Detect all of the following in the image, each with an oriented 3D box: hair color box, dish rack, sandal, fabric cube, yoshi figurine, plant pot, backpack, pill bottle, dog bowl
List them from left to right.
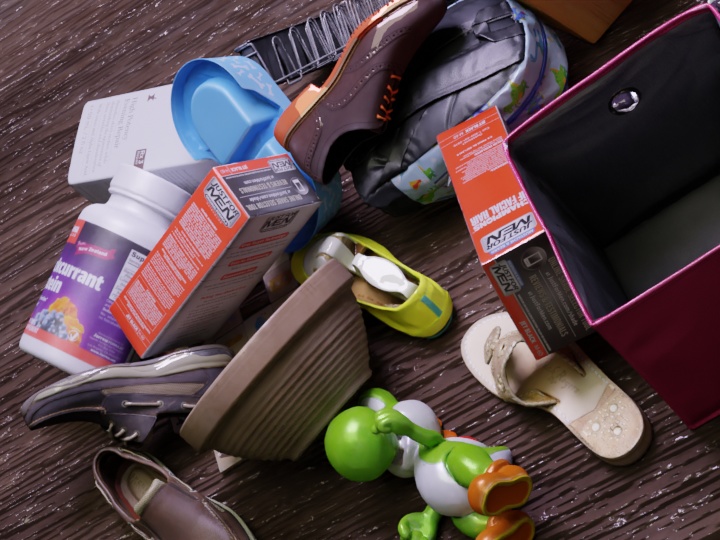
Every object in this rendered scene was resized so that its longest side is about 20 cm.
[{"bbox_3d":[-0.233,0.006,1.799,0.111,0.111,0.202,19,81,39],"label":"pill bottle"},{"bbox_3d":[-0.131,-0.012,1.692,0.061,0.101,0.200,54,127,17],"label":"hair color box"},{"bbox_3d":[-0.092,-0.112,1.738,0.200,0.049,0.112,51,136,11],"label":"dog bowl"},{"bbox_3d":[-0.055,0.094,1.615,0.093,0.201,0.201,41,91,3],"label":"plant pot"},{"bbox_3d":[-0.001,-0.228,1.755,0.199,0.153,0.055,-21,96,39],"label":"dish rack"},{"bbox_3d":[0.044,0.163,1.539,0.199,0.112,0.113,32,91,44],"label":"yoshi figurine"},{"bbox_3d":[0.088,-0.155,1.679,0.200,0.153,0.164,-47,39,30],"label":"backpack"},{"bbox_3d":[0.126,-0.034,1.550,0.063,0.111,0.201,-28,33,8],"label":"hair color box"},{"bbox_3d":[0.146,0.079,1.539,0.078,0.070,0.211,-51,48,-2],"label":"sandal"},{"bbox_3d":[0.259,-0.039,1.445,0.195,0.199,0.201,-34,51,14],"label":"fabric cube"}]

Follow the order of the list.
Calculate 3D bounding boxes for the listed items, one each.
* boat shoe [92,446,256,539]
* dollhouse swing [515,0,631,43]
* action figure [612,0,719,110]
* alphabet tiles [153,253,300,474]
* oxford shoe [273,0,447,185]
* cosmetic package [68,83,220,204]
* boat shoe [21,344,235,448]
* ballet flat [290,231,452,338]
[{"bbox_3d":[-0.170,0.217,1.670,0.201,0.075,0.075,28,81,41],"label":"boat shoe"},{"bbox_3d":[0.155,-0.329,1.713,0.199,0.181,0.177,33,97,42],"label":"dollhouse swing"},{"bbox_3d":[0.300,-0.172,1.585,0.199,0.069,0.131,-33,44,9],"label":"action figure"},{"bbox_3d":[-0.113,0.083,1.755,0.166,0.008,0.201,-33,50,14],"label":"alphabet tiles"},{"bbox_3d":[0.014,-0.158,1.627,0.200,0.071,0.073,-47,65,21],"label":"oxford shoe"},{"bbox_3d":[-0.185,-0.125,1.879,0.198,0.074,0.103,-10,60,31],"label":"cosmetic package"},{"bbox_3d":[-0.204,0.121,1.703,0.198,0.075,0.074,-13,81,-3],"label":"boat shoe"},{"bbox_3d":[0.000,0.000,1.685,0.199,0.067,0.067,26,79,41],"label":"ballet flat"}]
